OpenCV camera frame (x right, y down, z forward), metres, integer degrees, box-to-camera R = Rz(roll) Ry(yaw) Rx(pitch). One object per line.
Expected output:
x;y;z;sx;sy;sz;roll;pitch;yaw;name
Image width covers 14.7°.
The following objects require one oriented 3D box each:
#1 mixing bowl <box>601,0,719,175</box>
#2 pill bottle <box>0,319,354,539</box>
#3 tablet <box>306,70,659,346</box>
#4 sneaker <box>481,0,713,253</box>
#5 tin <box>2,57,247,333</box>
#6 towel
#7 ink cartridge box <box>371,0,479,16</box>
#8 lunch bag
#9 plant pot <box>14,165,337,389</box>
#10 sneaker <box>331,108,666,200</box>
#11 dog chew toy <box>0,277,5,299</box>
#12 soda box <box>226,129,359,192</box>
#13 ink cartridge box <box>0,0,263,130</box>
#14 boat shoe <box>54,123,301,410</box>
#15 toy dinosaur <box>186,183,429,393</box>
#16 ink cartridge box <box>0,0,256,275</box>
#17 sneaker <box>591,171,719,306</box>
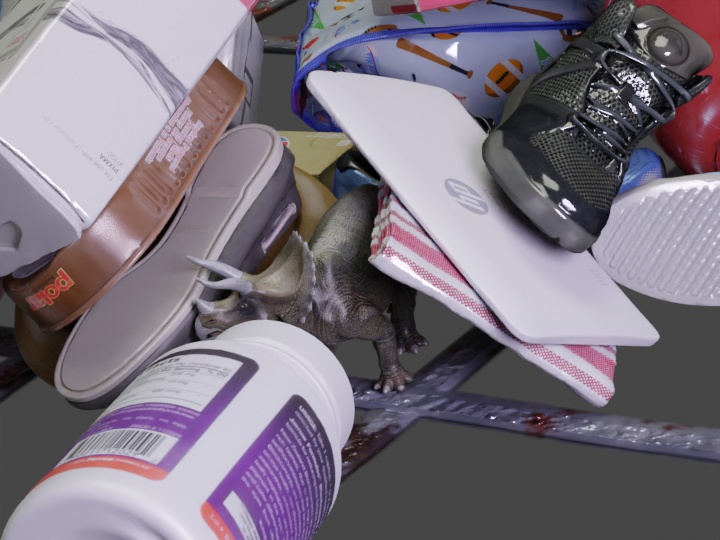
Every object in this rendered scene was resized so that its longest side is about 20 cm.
0.241;-0.108;1.591;0.199;0.201;0.109;-8;49;3;mixing bowl
-0.074;0.100;1.270;0.111;0.112;0.200;0;23;22;pill bottle
0.064;-0.033;1.463;0.130;0.014;0.200;3;40;-52;tablet
0.127;-0.084;1.485;0.114;0.076;0.200;-44;8;21;sneaker
-0.129;-0.048;1.531;0.112;0.042;0.200;-27;24;41;tin
0.070;-0.010;1.480;0.146;0.030;0.200;31;24;-12;towel
0.108;-0.208;1.647;0.199;0.083;0.146;-11;6;-9;ink cartridge box
0.059;-0.136;1.782;0.199;0.125;0.170;0;24;3;lunch bag
-0.104;-0.005;1.568;0.199;0.028;0.201;-11;39;9;plant pot
0.078;-0.050;1.606;0.199;0.090;0.079;-8;22;-4;sneaker
-0.297;-0.007;1.617;0.199;0.125;0.125;-1;22;0;dog chew toy
-0.092;-0.045;1.697;0.199;0.064;0.068;4;25;27;soda box
-0.142;-0.131;1.759;0.145;0.085;0.200;6;-5;2;ink cartridge box
-0.089;0.009;1.490;0.067;0.057;0.200;8;51;37;boat shoe
0.000;0.000;1.488;0.077;0.103;0.200;8;34;37;toy dinosaur
-0.146;-0.104;1.464;0.146;0.083;0.200;-21;30;57;ink cartridge box
0.218;-0.027;1.532;0.199;0.074;0.082;-3;14;-7;sneaker
